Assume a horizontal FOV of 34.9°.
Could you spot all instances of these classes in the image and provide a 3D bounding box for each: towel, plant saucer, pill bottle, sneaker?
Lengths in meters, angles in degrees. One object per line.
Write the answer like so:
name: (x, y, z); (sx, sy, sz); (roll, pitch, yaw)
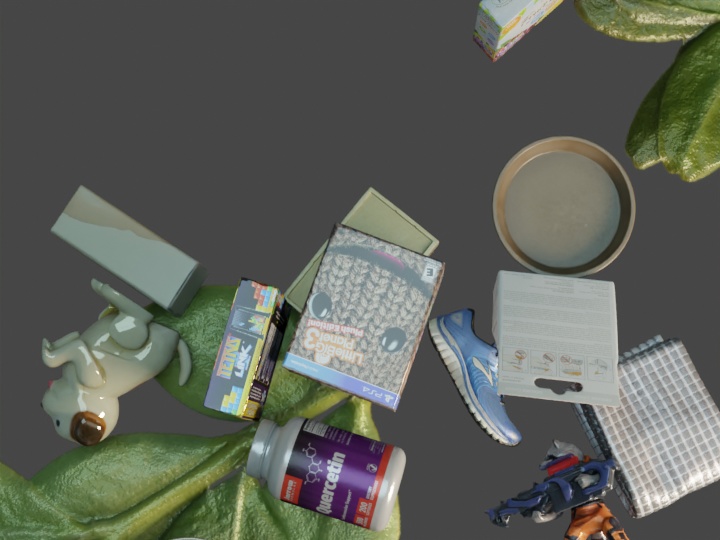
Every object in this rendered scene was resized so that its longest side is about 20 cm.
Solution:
towel: (0.385, 0.202, 1.508); (0.164, 0.086, 0.202); (-26, 80, -2)
plant saucer: (0.280, -0.086, 1.589); (0.197, 0.029, 0.203); (0, 80, 3)
pill bottle: (-0.046, 0.262, 1.507); (0.197, 0.113, 0.114); (16, 82, 6)
sneaker: (0.168, 0.140, 1.533); (0.088, 0.079, 0.202); (-27, 80, 1)

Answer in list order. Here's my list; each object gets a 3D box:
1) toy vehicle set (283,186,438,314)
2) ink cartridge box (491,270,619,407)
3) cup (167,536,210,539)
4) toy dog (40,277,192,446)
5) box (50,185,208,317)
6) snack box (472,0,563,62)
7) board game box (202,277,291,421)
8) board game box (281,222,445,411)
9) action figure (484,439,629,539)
toy vehicle set: (0.000, 0.000, 1.590); (0.124, 0.027, 0.201); (39, 85, 8)
ink cartridge box: (0.254, 0.095, 1.505); (0.160, 0.057, 0.202); (6, 55, 1)
cup: (-0.209, 0.441, 1.471); (0.197, 0.143, 0.204); (0, 81, 2)
toy dog: (-0.346, 0.137, 1.548); (0.193, 0.139, 0.201); (38, 81, -29)
box: (-0.315, -0.025, 1.579); (0.199, 0.095, 0.078); (33, 83, 6)
snack box: (0.246, -0.391, 1.582); (0.200, 0.142, 0.053); (-42, 81, -4)
board game box: (-0.144, 0.108, 1.493); (0.056, 0.200, 0.168); (16, 81, 4)
board game box: (0.006, 0.063, 1.517); (0.157, 0.097, 0.203); (19, 82, 6)
action figure: (0.273, 0.322, 1.509); (0.198, 0.104, 0.196); (-21, 72, 30)
